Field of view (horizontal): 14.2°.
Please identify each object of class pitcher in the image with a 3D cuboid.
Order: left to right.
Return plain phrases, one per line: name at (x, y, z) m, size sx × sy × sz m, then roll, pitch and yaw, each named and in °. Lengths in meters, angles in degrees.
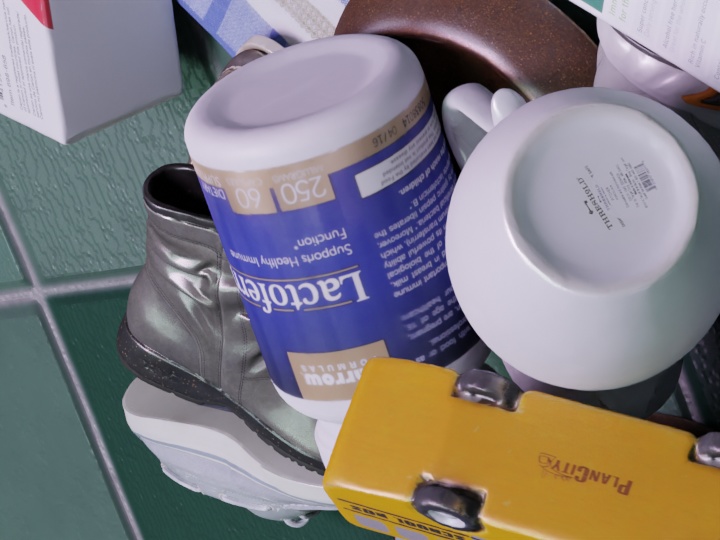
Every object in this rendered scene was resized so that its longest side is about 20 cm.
pitcher at (0.083, -0.024, 1.242) m, size 0.172 × 0.121 × 0.200 m, roll 57°, pitch 173°, yaw 12°

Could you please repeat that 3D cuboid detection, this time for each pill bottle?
pill bottle at (0.000, 0.000, 1.367) m, size 0.116 × 0.116 × 0.200 m, roll 7°, pitch 126°, yaw 45°

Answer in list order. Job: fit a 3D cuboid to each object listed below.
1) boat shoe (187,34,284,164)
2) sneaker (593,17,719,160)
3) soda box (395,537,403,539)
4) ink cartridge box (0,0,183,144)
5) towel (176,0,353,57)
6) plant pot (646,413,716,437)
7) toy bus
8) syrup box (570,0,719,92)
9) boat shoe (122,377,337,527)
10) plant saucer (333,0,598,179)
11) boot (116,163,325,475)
boat shoe at (-0.063, -0.036, 1.509) m, size 0.072 × 0.059 × 0.200 m, roll 39°, pitch 145°, yaw 23°
sneaker at (0.176, -0.043, 1.258) m, size 0.200 × 0.076 × 0.092 m, roll 47°, pitch 149°, yaw 27°
soda box at (0.113, 0.135, 1.291) m, size 0.200 × 0.068 × 0.064 m, roll 31°, pitch 149°, yaw 20°
ink cartridge box at (-0.192, -0.170, 1.544) m, size 0.200 × 0.084 × 0.145 m, roll 25°, pitch 131°, yaw 44°
towel at (-0.025, -0.164, 1.429) m, size 0.147 × 0.024 × 0.200 m, roll 45°, pitch 142°, yaw 14°
plant pot at (0.104, 0.195, 1.379) m, size 0.187 × 0.200 × 0.187 m, roll 27°, pitch 132°, yaw 35°
toy bus at (0.086, 0.095, 1.220) m, size 0.199 × 0.065 × 0.078 m, roll 14°, pitch 159°, yaw 20°
syrup box at (0.135, -0.146, 1.218) m, size 0.200 × 0.081 × 0.079 m, roll 34°, pitch 135°, yaw 26°
boat shoe at (-0.046, 0.102, 1.602) m, size 0.200 × 0.070 × 0.072 m, roll 14°, pitch 141°, yaw 42°
plant saucer at (0.054, -0.053, 1.390) m, size 0.200 × 0.034 × 0.201 m, roll 25°, pitch 135°, yaw 28°
boot at (-0.029, 0.029, 1.470) m, size 0.200 × 0.068 × 0.131 m, roll 22°, pitch 137°, yaw 2°
